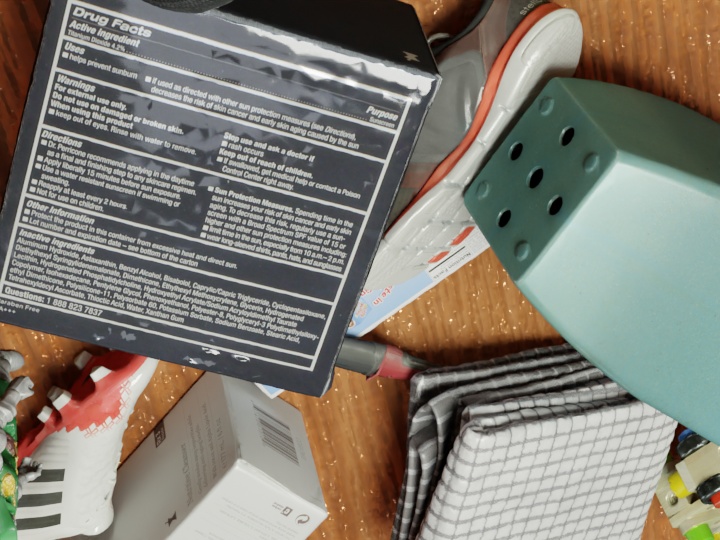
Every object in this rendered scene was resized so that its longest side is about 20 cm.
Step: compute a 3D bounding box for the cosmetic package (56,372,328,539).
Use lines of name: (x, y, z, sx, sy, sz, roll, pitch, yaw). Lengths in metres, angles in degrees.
cosmetic package: (-0.120, 0.174, 0.924, 0.081, 0.113, 0.200, 35, 106, -29)

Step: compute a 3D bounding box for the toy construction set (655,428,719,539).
toy construction set: (0.282, 0.122, 0.989, 0.131, 0.092, 0.201, 15, 118, -49)

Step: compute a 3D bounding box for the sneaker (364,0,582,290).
sneaker: (0.046, -0.081, 0.828, 0.201, 0.082, 0.077, -54, 154, 9)

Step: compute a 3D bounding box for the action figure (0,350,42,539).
action figure: (-0.208, 0.092, 0.796, 0.054, 0.201, 0.119, -3, 123, -12)

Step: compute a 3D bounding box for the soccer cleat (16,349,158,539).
soccer cleat: (-0.177, 0.121, 0.896, 0.085, 0.069, 0.200, 40, 111, -13)

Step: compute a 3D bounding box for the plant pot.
plant pot: (0.169, -0.016, 0.804, 0.199, 0.142, 0.142, 25, 113, -33)

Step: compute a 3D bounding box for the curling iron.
curling iron: (0.008, 0.067, 0.914, 0.199, 0.026, 0.050, 22, 114, -39)

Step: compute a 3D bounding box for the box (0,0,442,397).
box: (-0.084, -0.064, 0.766, 0.198, 0.124, 0.200, 15, 117, -14)

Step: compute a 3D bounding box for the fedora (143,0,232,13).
fedora: (-0.075, -0.219, 0.612, 0.091, 0.200, 0.202, -30, 133, -37)

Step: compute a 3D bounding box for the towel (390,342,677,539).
towel: (0.112, 0.136, 0.954, 0.198, 0.086, 0.167, -8, 127, -30)

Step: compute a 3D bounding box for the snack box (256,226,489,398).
snack box: (0.000, 0.000, 0.894, 0.199, 0.024, 0.072, -35, 123, 9)
